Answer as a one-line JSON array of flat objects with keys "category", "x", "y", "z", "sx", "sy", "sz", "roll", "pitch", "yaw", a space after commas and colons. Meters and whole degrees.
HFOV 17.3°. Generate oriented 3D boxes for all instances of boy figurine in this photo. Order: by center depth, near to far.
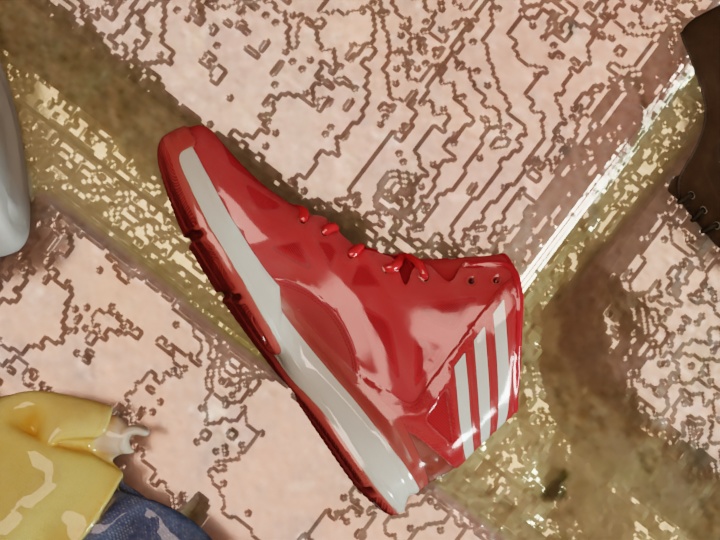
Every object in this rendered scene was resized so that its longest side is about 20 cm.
[{"category": "boy figurine", "x": -0.153, "y": 0.110, "z": 1.071, "sx": 0.199, "sy": 0.064, "sz": 0.125, "roll": 31, "pitch": 89, "yaw": 5}]

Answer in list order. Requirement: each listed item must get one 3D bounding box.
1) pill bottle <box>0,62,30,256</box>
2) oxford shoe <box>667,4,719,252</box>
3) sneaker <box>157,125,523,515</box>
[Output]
[{"category": "pill bottle", "x": -0.257, "y": -0.043, "z": 1.061, "sx": 0.199, "sy": 0.112, "sz": 0.113, "roll": -12, "pitch": 86, "yaw": 3}, {"category": "oxford shoe", "x": 0.187, "y": -0.024, "z": 1.067, "sx": 0.084, "sy": 0.073, "sz": 0.201, "roll": -12, "pitch": 84, "yaw": 19}, {"category": "sneaker", "x": 0.000, "y": 0.000, "z": 1.074, "sx": 0.115, "sy": 0.078, "sz": 0.200, "roll": -34, "pitch": 98, "yaw": -8}]
